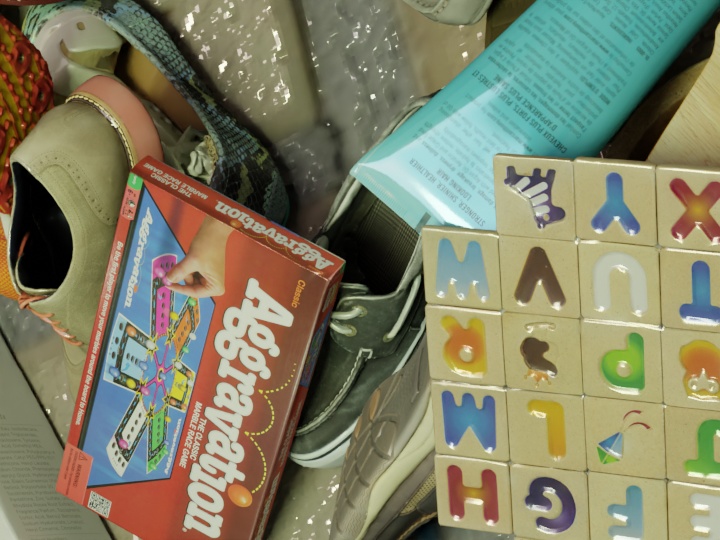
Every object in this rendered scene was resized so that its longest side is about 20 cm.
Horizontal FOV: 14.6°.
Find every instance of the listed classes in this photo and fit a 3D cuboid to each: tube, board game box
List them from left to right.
[{"bbox_3d":[-0.076,0.050,1.267,0.103,0.019,0.200,27,130,12],"label":"board game box"},{"bbox_3d":[0.091,-0.087,1.134,0.077,0.050,0.200,42,85,20],"label":"tube"}]

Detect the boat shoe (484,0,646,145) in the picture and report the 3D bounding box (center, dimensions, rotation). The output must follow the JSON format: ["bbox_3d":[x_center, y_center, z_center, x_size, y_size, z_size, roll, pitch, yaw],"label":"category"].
[{"bbox_3d":[0.098,-0.155,1.200,0.073,0.063,0.201,-10,74,57],"label":"boat shoe"}]

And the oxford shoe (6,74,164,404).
[{"bbox_3d":[-0.135,0.005,1.305,0.070,0.075,0.200,28,137,33],"label":"oxford shoe"}]

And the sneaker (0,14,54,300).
[{"bbox_3d":[-0.182,-0.049,1.322,0.077,0.200,0.073,17,55,14],"label":"sneaker"}]

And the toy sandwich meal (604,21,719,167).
[{"bbox_3d":[0.162,-0.006,1.126,0.205,0.070,0.206,0,89,36],"label":"toy sandwich meal"}]

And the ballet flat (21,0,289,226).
[{"bbox_3d":[-0.113,-0.081,1.341,0.200,0.074,0.074,40,111,31],"label":"ballet flat"}]

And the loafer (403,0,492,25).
[{"bbox_3d":[-0.003,-0.174,1.237,0.200,0.070,0.070,52,127,43],"label":"loafer"}]

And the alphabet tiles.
[{"bbox_3d":[0.104,0.051,1.105,0.166,0.006,0.200,6,114,23],"label":"alphabet tiles"}]

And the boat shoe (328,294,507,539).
[{"bbox_3d":[0.045,0.072,1.203,0.200,0.073,0.075,122,166,-45],"label":"boat shoe"}]

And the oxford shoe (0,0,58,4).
[{"bbox_3d":[-0.138,-0.179,1.340,0.200,0.070,0.075,-5,56,12],"label":"oxford shoe"}]

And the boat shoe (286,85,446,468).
[{"bbox_3d":[0.000,0.000,1.249,0.072,0.071,0.200,37,112,31],"label":"boat shoe"}]

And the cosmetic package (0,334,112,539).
[{"bbox_3d":[-0.194,0.124,1.389,0.102,0.074,0.200,-43,62,27],"label":"cosmetic package"}]
